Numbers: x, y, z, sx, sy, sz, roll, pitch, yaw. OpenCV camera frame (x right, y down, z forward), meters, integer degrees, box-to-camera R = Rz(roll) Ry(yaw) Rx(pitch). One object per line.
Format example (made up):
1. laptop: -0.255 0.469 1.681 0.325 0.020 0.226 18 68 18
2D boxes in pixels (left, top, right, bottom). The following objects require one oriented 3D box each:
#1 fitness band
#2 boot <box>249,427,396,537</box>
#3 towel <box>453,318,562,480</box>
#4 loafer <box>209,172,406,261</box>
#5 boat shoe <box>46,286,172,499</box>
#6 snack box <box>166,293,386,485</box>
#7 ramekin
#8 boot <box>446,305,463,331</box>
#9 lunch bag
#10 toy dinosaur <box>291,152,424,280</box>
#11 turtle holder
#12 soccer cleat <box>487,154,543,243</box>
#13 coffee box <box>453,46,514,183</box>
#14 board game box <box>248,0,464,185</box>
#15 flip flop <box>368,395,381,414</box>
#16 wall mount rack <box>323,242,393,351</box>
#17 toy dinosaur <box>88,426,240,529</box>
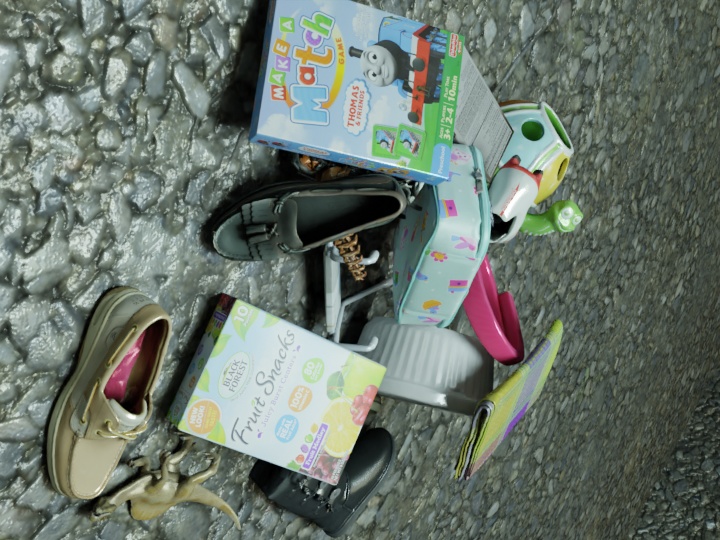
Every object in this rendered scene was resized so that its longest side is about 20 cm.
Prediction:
1. fitness band: 0.161 0.032 1.036 0.144 0.037 0.201 55 21 -37
2. boot: -0.040 0.245 1.062 0.166 0.065 0.200 -59 140 -18
3. towel: 0.182 0.156 0.995 0.200 0.023 0.144 -37 147 -41
4. loafer: -0.051 -0.054 0.799 0.198 0.063 0.072 -15 104 -5
5. boat shoe: -0.222 0.118 0.734 0.073 0.069 0.202 9 99 -55
6. snack box: -0.085 0.130 0.875 0.199 0.053 0.143 28 82 -28
7. ramekin: 0.081 0.124 1.054 0.202 0.201 0.095 29 72 -55
8. boot: 0.119 -0.006 1.154 0.181 0.072 0.201 27 91 -53
9. lunch bag: 0.090 -0.044 0.941 0.201 0.076 0.161 108 -12 -48
10. toy dinosaur: -0.009 -0.098 0.872 0.135 0.102 0.202 -3 107 -21
11. turtle holder: 0.211 -0.140 1.083 0.141 0.131 0.187 30 38 -45
12. soccer cleat: 0.162 -0.064 0.981 0.085 0.068 0.200 -56 175 -16
13. coffee box: 0.091 -0.193 0.969 0.200 0.112 0.080 39 74 -55
14. board game box: 0.000 -0.179 0.797 0.198 0.037 0.153 10 82 -20
15. flip flop: -0.036 0.168 1.009 0.200 0.080 0.058 34 67 -61
16. wall mount rack: 0.000 0.000 0.985 0.174 0.074 0.202 -77 169 -61
17. toy dinosaur: -0.193 0.222 0.856 0.199 0.058 0.102 19 106 -48
